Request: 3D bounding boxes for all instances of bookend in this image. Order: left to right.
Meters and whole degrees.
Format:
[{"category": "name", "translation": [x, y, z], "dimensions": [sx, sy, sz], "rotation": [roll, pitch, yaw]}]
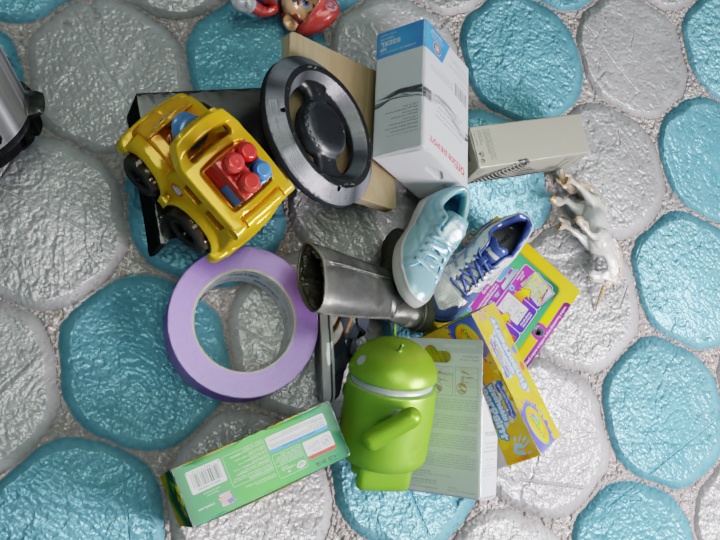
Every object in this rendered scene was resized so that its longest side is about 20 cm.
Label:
[{"category": "bookend", "translation": [-0.199, -0.137, 1.174], "dimensions": [0.199, 0.092, 0.200], "rotation": [-9, 84, -24]}]

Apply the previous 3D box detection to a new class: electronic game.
[{"category": "electronic game", "translation": [-0.052, -0.176, 1.093], "dimensions": [0.200, 0.041, 0.201], "rotation": [28, 53, -44]}]

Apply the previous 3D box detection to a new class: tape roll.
[{"category": "tape roll", "translation": [-0.159, 0.072, 1.151], "dimensions": [0.199, 0.066, 0.202], "rotation": [4, 76, -17]}]

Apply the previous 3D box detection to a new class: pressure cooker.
[{"category": "pressure cooker", "translation": [-0.494, -0.204, 1.044], "dimensions": [0.175, 0.201, 0.179], "rotation": [21, 57, 22]}]

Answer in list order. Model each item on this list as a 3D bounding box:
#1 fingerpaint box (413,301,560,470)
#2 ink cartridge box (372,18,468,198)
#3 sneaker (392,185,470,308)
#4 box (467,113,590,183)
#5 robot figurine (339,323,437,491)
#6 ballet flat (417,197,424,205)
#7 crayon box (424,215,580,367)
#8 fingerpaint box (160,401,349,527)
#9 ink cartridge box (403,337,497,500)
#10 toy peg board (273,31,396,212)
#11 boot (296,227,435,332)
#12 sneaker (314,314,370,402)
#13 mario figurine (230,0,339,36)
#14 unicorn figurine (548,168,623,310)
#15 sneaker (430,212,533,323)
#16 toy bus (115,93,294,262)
[{"category": "fingerpaint box", "translation": [0.147, 0.169, 1.168], "dimensions": [0.073, 0.166, 0.201], "rotation": [-20, 82, -54]}, {"category": "ink cartridge box", "translation": [0.088, -0.225, 1.224], "dimensions": [0.145, 0.083, 0.201], "rotation": [32, 55, -53]}, {"category": "sneaker", "translation": [0.101, -0.043, 1.158], "dimensions": [0.074, 0.082, 0.201], "rotation": [34, 50, -22]}, {"category": "box", "translation": [0.246, -0.188, 1.336], "dimensions": [0.199, 0.082, 0.069], "rotation": [-10, 79, -18]}, {"category": "robot figurine", "translation": [0.035, 0.173, 1.084], "dimensions": [0.115, 0.176, 0.201], "rotation": [5, 103, -9]}, {"category": "ballet flat", "translation": [0.118, -0.099, 1.281], "dimensions": [0.068, 0.063, 0.201], "rotation": [6, 76, -19]}, {"category": "crayon box", "translation": [0.200, 0.052, 1.274], "dimensions": [0.172, 0.058, 0.200], "rotation": [41, 69, -1]}, {"category": "fingerpaint box", "translation": [-0.133, 0.240, 1.056], "dimensions": [0.199, 0.167, 0.074], "rotation": [-21, 82, -22]}, {"category": "ink cartridge box", "translation": [0.101, 0.192, 1.144], "dimensions": [0.057, 0.162, 0.202], "rotation": [15, 77, -53]}, {"category": "toy peg board", "translation": [-0.053, -0.190, 1.199], "dimensions": [0.198, 0.097, 0.201], "rotation": [14, 69, -42]}, {"category": "boot", "translation": [0.001, -0.002, 1.154], "dimensions": [0.199, 0.073, 0.183], "rotation": [12, 44, -32]}, {"category": "sneaker", "translation": [-0.024, 0.080, 1.185], "dimensions": [0.079, 0.078, 0.201], "rotation": [1, 75, -12]}, {"category": "mario figurine", "translation": [-0.120, -0.422, 1.258], "dimensions": [0.199, 0.106, 0.124], "rotation": [26, 105, -2]}, {"category": "unicorn figurine", "translation": [0.355, -0.061, 1.336], "dimensions": [0.137, 0.074, 0.201], "rotation": [27, 61, -30]}, {"category": "sneaker", "translation": [0.162, -0.013, 1.203], "dimensions": [0.075, 0.088, 0.200], "rotation": [42, 71, 1]}, {"category": "toy bus", "translation": [-0.178, -0.126, 1.026], "dimensions": [0.136, 0.192, 0.200], "rotation": [-44, 99, -22]}]
